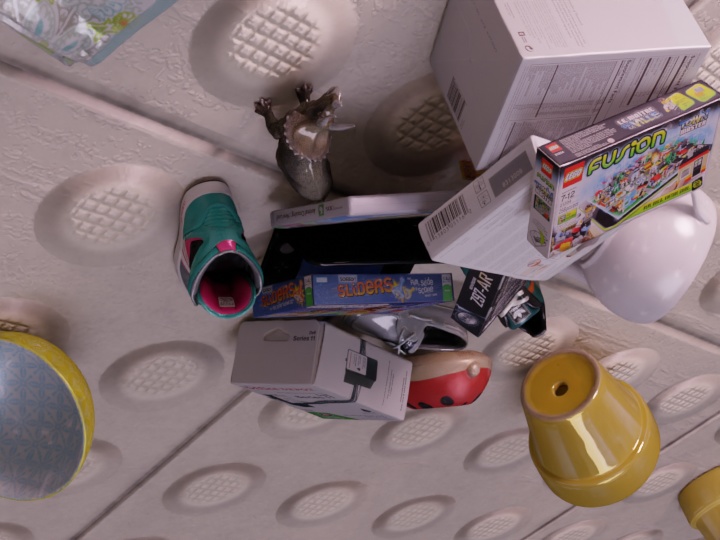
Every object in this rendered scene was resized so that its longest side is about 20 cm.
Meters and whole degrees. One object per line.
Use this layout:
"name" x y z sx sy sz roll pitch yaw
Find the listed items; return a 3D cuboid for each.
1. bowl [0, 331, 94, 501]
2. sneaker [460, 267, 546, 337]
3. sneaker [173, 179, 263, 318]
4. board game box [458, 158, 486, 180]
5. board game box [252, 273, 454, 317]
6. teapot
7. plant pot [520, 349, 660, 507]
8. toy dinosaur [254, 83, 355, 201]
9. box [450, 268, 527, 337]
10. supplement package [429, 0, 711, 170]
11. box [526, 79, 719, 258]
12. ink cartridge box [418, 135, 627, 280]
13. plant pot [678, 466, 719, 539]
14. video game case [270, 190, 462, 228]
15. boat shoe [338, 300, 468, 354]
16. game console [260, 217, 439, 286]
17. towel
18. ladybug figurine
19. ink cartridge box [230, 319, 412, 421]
"bowl" -0.387 0.154 1.376 0.199 0.201 0.108 -34 -173 22
"sneaker" 0.196 0.026 1.541 0.071 0.081 0.199 -32 145 19
"sneaker" -0.155 0.009 1.299 0.082 0.122 0.201 -11 146 -13
"board game box" 0.172 -0.117 1.265 0.094 0.030 0.200 -16 -170 -5
"board game box" -0.008 0.029 1.373 0.198 0.035 0.135 0 172 -37
"teapot" 0.335 -0.043 1.459 0.145 0.198 0.202 29 100 -5
"plant pot" 0.335 0.227 1.804 0.199 0.202 0.189 -27 131 12
"toy dinosaur" -0.058 -0.116 1.188 0.076 0.103 0.201 -12 145 -11
"box" 0.192 -0.036 1.387 0.200 0.043 0.161 -45 161 -33
"supplement package" 0.195 -0.209 1.142 0.197 0.153 0.151 -7 146 -19
"box" 0.247 -0.096 1.105 0.198 0.035 0.111 -24 137 -22
"ink cartridge box" 0.180 -0.057 1.194 0.198 0.048 0.160 8 143 -45
"plant pot" 0.795 0.525 2.471 0.198 0.191 0.202 -13 146 -9
"video game case" 0.028 -0.066 1.271 0.198 0.022 0.181 -5 180 -30
"boat shoe" 0.063 0.072 1.548 0.199 0.072 0.070 6 139 -35
"game console" 0.000 0.000 1.367 0.197 0.117 0.177 -1 142 -23
"towel" -0.220 -0.260 0.949 0.199 0.049 0.171 -34 145 20
"ladybug figurine" 0.107 0.151 1.618 0.134 0.073 0.200 -2 173 -23
"ink cartridge box" -0.049 0.130 1.512 0.145 0.084 0.199 -3 159 38
